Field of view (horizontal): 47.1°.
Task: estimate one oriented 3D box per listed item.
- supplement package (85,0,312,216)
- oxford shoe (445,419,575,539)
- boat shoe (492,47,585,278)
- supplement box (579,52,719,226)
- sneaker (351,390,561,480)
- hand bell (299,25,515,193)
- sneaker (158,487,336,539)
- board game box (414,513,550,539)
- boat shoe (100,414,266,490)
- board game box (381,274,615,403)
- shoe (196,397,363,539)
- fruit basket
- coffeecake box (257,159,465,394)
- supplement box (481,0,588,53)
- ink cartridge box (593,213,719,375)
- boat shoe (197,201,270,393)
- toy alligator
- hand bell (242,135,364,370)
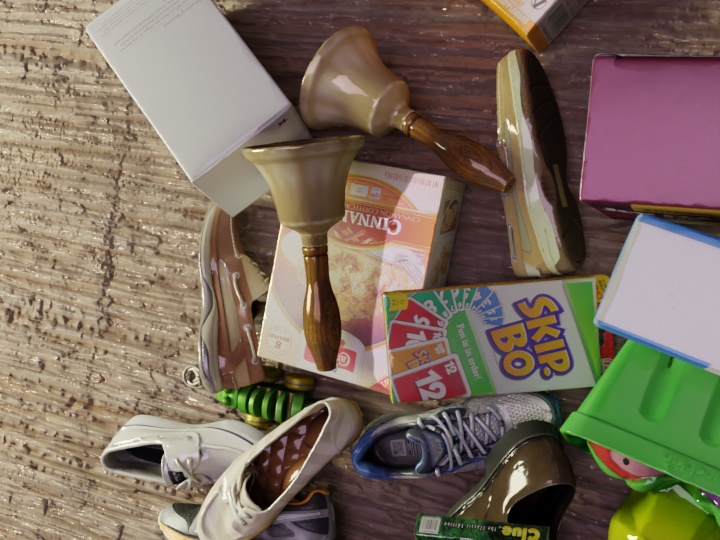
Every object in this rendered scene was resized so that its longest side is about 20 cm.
[{"bbox_3d":[-0.150,-0.175,0.804,0.117,0.117,0.200,-37,73,0],"label":"supplement package"},{"bbox_3d":[0.120,0.229,0.706,0.072,0.084,0.200,11,118,-19],"label":"oxford shoe"},{"bbox_3d":[0.138,-0.091,0.728,0.076,0.072,0.201,-12,84,38],"label":"boat shoe"},{"bbox_3d":[0.244,-0.088,0.608,0.130,0.200,0.104,7,93,24],"label":"supplement box"},{"bbox_3d":[0.082,0.154,0.739,0.199,0.085,0.077,-20,82,21],"label":"sneaker"},{"bbox_3d":[0.051,-0.126,0.731,0.200,0.104,0.104,37,104,24],"label":"hand bell"},{"bbox_3d":[-0.111,0.251,0.833,0.199,0.078,0.078,2,78,19],"label":"sneaker"},{"bbox_3d":[0.113,0.274,0.691,0.104,0.023,0.200,1,130,22],"label":"board game box"},{"bbox_3d":[-0.178,0.193,0.848,0.199,0.066,0.072,6,118,23],"label":"boat shoe"},{"bbox_3d":[0.122,0.058,0.712,0.199,0.030,0.096,-5,95,-2],"label":"board game box"},{"bbox_3d":[-0.085,0.186,0.768,0.200,0.053,0.070,-43,68,8],"label":"shoe"},{"bbox_3d":[0.251,0.182,0.644,0.215,0.156,0.216,-5,72,16],"label":"fruit basket"},{"bbox_3d":[0.000,0.000,0.780,0.153,0.073,0.201,13,95,22],"label":"coffeecake box"},{"bbox_3d":[0.174,-0.308,0.705,0.126,0.073,0.200,46,106,16],"label":"supplement box"},{"bbox_3d":[0.263,0.029,0.601,0.146,0.200,0.085,21,96,21],"label":"ink cartridge box"},{"bbox_3d":[-0.125,0.024,0.836,0.072,0.076,0.201,-2,76,-3],"label":"boat shoe"},{"bbox_3d":[-0.111,0.128,0.837,0.199,0.054,0.060,9,93,23],"label":"toy alligator"},{"bbox_3d":[-0.038,-0.010,0.714,0.104,0.104,0.201,-1,102,23],"label":"hand bell"}]
